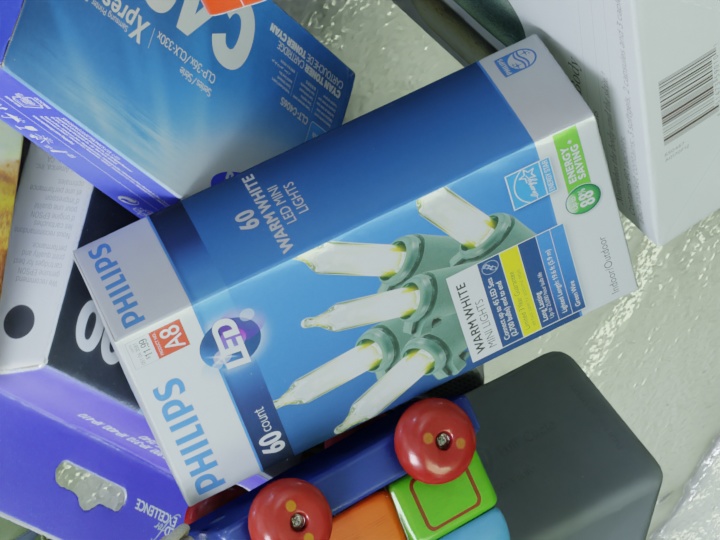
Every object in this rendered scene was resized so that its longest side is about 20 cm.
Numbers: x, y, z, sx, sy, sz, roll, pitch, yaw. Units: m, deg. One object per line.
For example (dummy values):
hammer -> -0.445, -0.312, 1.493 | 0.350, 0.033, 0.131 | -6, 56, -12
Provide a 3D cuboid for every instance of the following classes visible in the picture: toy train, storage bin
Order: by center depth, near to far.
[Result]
toy train -> -0.026, 0.138, 1.166 | 0.200, 0.085, 0.116 | -28, 96, -25
storage bin -> 0.044, 0.135, 1.310 | 0.200, 0.146, 0.135 | -25, 152, -26

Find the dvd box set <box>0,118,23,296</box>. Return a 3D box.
dvd box set -> -0.186, -0.041, 1.083 | 0.146, 0.029, 0.201 | 8, 91, -48

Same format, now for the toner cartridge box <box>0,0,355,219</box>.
toner cartridge box -> -0.080, -0.078, 1.142 | 0.200, 0.043, 0.095 | 37, 66, -51

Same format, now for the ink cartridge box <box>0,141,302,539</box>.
ink cartridge box -> -0.080, 0.023, 1.234 | 0.198, 0.043, 0.201 | 32, 70, -55

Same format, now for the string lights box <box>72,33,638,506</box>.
string lights box -> 0.000, 0.000, 1.151 | 0.199, 0.059, 0.103 | -26, 135, -6

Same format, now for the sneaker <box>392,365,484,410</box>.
sneaker -> 0.017, -0.012, 1.276 | 0.070, 0.081, 0.200 | 0, 153, 6

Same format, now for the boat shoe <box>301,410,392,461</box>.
boat shoe -> -0.013, 0.110, 1.439 | 0.199, 0.076, 0.074 | -13, 137, -34

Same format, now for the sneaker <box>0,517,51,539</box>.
sneaker -> -0.167, 0.113, 1.301 | 0.090, 0.067, 0.200 | 6, 127, -47

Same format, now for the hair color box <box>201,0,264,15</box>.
hair color box -> 0.022, -0.180, 1.093 | 0.199, 0.111, 0.064 | -16, 144, 5

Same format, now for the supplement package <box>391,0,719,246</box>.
supplement package -> 0.110, -0.150, 1.193 | 0.150, 0.200, 0.152 | -32, 142, -16
